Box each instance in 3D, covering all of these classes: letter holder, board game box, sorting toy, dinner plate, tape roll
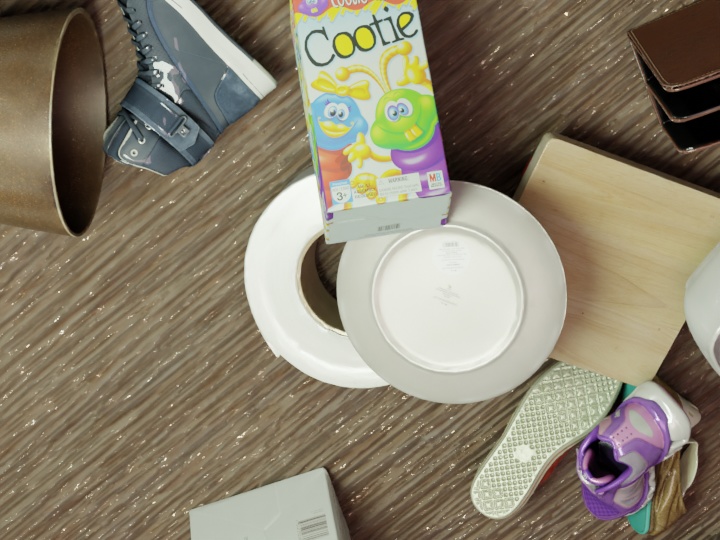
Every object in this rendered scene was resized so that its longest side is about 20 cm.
[{"bbox_3d":[0.352,-0.179,1.598,0.200,0.142,0.101,-23,118,4],"label":"letter holder"},{"bbox_3d":[0.006,-0.137,1.535,0.105,0.103,0.200,-9,76,-3],"label":"board game box"},{"bbox_3d":[0.212,-0.017,1.703,0.200,0.070,0.199,19,113,-16],"label":"sorting toy"},{"bbox_3d":[0.076,0.022,1.591,0.200,0.024,0.201,2,105,9],"label":"dinner plate"},{"bbox_3d":[0.000,0.000,1.647,0.202,0.071,0.203,3,106,9],"label":"tape roll"}]

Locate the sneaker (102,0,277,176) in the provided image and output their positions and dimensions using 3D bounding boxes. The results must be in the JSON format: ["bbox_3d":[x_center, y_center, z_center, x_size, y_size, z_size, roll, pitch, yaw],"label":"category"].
[{"bbox_3d":[-0.185,-0.171,1.553,0.146,0.077,0.202,-45,115,1],"label":"sneaker"}]

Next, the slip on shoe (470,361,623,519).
[{"bbox_3d":[0.180,0.155,1.797,0.074,0.061,0.200,38,96,11],"label":"slip on shoe"}]

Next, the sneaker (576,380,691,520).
[{"bbox_3d":[0.237,0.183,1.759,0.088,0.081,0.200,-32,158,-27],"label":"sneaker"}]

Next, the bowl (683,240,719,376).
[{"bbox_3d":[0.378,0.010,1.694,0.200,0.075,0.200,-48,146,0],"label":"bowl"}]

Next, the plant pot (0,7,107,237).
[{"bbox_3d":[-0.326,-0.124,1.530,0.200,0.187,0.187,2,118,6],"label":"plant pot"}]

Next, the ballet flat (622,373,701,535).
[{"bbox_3d":[0.298,0.169,1.820,0.072,0.068,0.200,-18,120,-21],"label":"ballet flat"}]

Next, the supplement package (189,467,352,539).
[{"bbox_3d":[-0.062,0.337,1.779,0.147,0.191,0.200,-18,119,2],"label":"supplement package"}]
